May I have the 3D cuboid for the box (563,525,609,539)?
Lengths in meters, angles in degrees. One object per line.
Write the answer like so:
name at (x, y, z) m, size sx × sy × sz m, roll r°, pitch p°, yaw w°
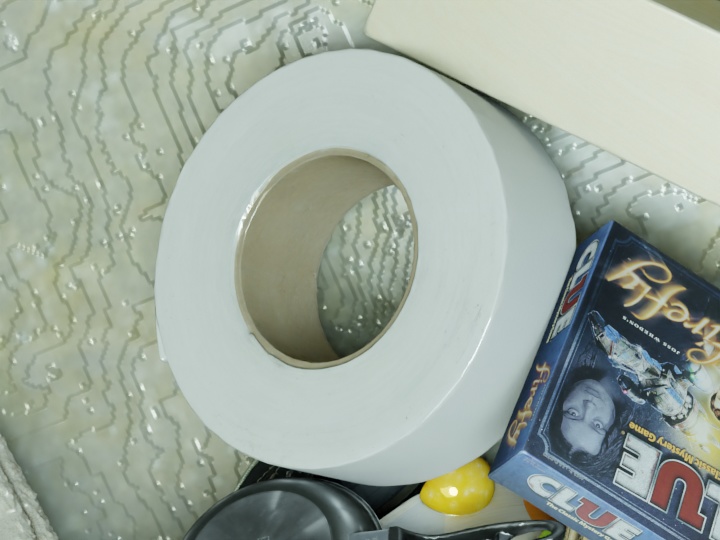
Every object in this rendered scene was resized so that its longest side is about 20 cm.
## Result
box at (0.178, 0.165, 1.238) m, size 0.200 × 0.164 × 0.021 m, roll 27°, pitch 144°, yaw -16°

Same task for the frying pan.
frying pan at (-0.011, 0.146, 1.260) m, size 0.190 × 0.115 × 0.031 m, roll 6°, pitch 146°, yaw 30°

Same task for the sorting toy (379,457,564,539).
sorting toy at (0.058, 0.196, 1.267) m, size 0.200 × 0.180 × 0.107 m, roll -35°, pitch 132°, yaw -7°

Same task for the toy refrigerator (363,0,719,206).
toy refrigerator at (0.111, -0.108, 1.292) m, size 0.200 × 0.070 × 0.076 m, roll 26°, pitch 110°, yaw 10°

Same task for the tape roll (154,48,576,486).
tape roll at (0.000, 0.000, 1.296) m, size 0.202 × 0.071 × 0.203 m, roll -8°, pitch 76°, yaw 32°

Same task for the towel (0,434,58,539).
towel at (-0.209, 0.158, 1.411) m, size 0.132 × 0.034 × 0.200 m, roll -40°, pitch 66°, yaw 25°

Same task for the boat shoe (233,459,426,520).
boat shoe at (-0.004, 0.102, 1.364) m, size 0.199 × 0.066 × 0.075 m, roll -34°, pitch 92°, yaw 18°

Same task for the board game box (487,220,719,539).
board game box at (0.167, 0.085, 1.236) m, size 0.200 × 0.136 × 0.035 m, roll 32°, pitch 146°, yaw -12°
